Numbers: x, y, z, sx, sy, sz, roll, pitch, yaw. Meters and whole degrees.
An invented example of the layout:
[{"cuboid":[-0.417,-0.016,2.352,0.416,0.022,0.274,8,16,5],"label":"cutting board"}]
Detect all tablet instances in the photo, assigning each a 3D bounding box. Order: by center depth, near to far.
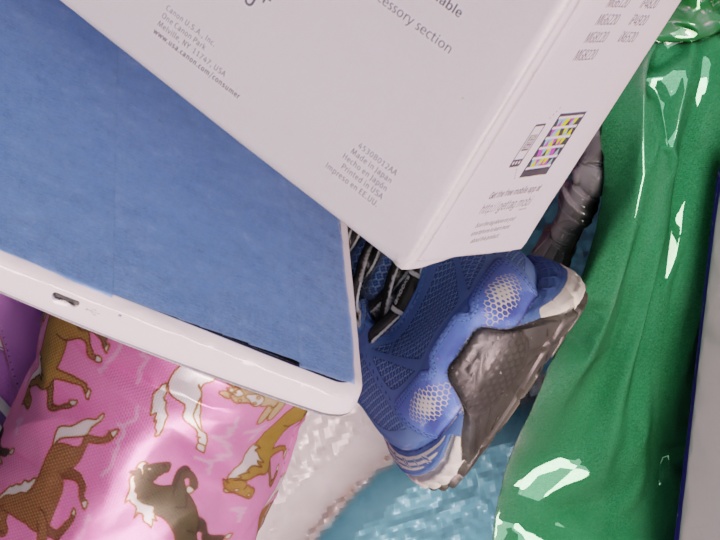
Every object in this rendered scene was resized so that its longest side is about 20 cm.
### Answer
[{"cuboid":[-0.062,-0.045,0.812,0.129,0.201,0.014,22,122,-19],"label":"tablet"}]

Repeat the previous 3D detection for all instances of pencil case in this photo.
[{"cuboid":[-0.080,0.104,0.876,0.082,0.086,0.201,21,96,23],"label":"pencil case"}]

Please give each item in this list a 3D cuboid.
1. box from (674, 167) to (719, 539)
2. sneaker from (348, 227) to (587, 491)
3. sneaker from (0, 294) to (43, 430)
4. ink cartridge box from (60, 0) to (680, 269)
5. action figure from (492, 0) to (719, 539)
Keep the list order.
[{"cuboid":[0.204,0.055,0.904,0.199,0.105,0.185,-6,109,-32],"label":"box"},{"cuboid":[0.000,0.000,0.877,0.089,0.200,0.079,35,92,-21],"label":"sneaker"},{"cuboid":[-0.108,-0.011,0.912,0.114,0.073,0.201,-43,123,-9],"label":"sneaker"},{"cuboid":[-0.003,-0.130,0.746,0.200,0.084,0.176,39,109,17],"label":"ink cartridge box"},{"cuboid":[0.093,-0.005,0.902,0.117,0.055,0.201,-9,116,-29],"label":"action figure"}]
